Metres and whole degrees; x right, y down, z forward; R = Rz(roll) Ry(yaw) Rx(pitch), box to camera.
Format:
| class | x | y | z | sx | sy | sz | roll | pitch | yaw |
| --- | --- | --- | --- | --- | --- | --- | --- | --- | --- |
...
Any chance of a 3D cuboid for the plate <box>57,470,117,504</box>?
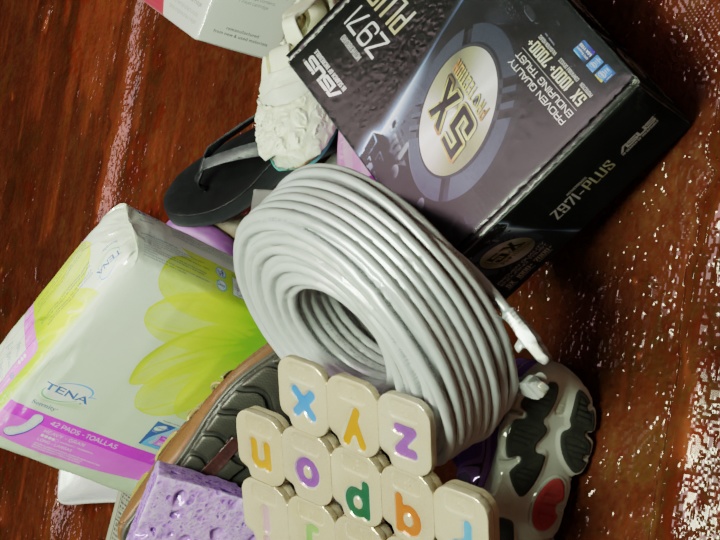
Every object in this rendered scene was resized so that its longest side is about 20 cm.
| class | x | y | z | sx | sy | sz | roll | pitch | yaw |
| --- | --- | --- | --- | --- | --- | --- | --- | --- | --- |
| plate | -0.197 | 0.105 | 1.600 | 0.200 | 0.032 | 0.200 | -10 | 72 | 53 |

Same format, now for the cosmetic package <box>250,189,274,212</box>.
| class | x | y | z | sx | sy | sz | roll | pitch | yaw |
| --- | --- | --- | --- | --- | --- | --- | --- | --- | --- |
| cosmetic package | 0.000 | 0.000 | 1.304 | 0.200 | 0.090 | 0.107 | 5 | 88 | 53 |

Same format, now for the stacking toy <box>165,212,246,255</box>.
| class | x | y | z | sx | sy | sz | roll | pitch | yaw |
| --- | --- | --- | --- | --- | --- | --- | --- | --- | --- |
| stacking toy | -0.154 | 0.041 | 1.419 | 0.085 | 0.085 | 0.200 | -2 | 50 | 55 |

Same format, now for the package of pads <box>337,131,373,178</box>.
| class | x | y | z | sx | sy | sz | roll | pitch | yaw |
| --- | --- | --- | --- | --- | --- | --- | --- | --- | --- |
| package of pads | 0.044 | -0.154 | 1.294 | 0.120 | 0.076 | 0.200 | -16 | 68 | 51 |

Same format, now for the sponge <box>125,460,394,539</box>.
| class | x | y | z | sx | sy | sz | roll | pitch | yaw |
| --- | --- | --- | --- | --- | --- | --- | --- | --- | --- |
| sponge | -0.061 | 0.207 | 1.231 | 0.030 | 0.200 | 0.112 | -124 | 54 | -71 |

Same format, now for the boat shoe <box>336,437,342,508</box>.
| class | x | y | z | sx | sy | sz | roll | pitch | yaw |
| --- | --- | --- | --- | --- | --- | --- | --- | --- | --- |
| boat shoe | -0.028 | 0.205 | 1.311 | 0.057 | 0.069 | 0.200 | -71 | 3 | -66 |

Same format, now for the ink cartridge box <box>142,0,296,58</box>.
| class | x | y | z | sx | sy | sz | roll | pitch | yaw |
| --- | --- | --- | --- | --- | --- | --- | --- | --- | --- |
| ink cartridge box | -0.100 | -0.296 | 1.535 | 0.145 | 0.083 | 0.200 | 40 | 113 | 52 |

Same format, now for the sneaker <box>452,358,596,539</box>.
| class | x | y | z | sx | sy | sz | roll | pitch | yaw |
| --- | --- | --- | --- | --- | --- | --- | --- | --- | --- |
| sneaker | 0.086 | 0.150 | 1.164 | 0.200 | 0.081 | 0.083 | -66 | 22 | 1 |

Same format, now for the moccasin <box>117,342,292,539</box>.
| class | x | y | z | sx | sy | sz | roll | pitch | yaw |
| --- | --- | --- | --- | --- | --- | --- | --- | --- | --- |
| moccasin | -0.087 | 0.114 | 1.252 | 0.201 | 0.074 | 0.078 | -53 | 17 | 13 |

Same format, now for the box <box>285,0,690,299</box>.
| class | x | y | z | sx | sy | sz | roll | pitch | yaw |
| --- | --- | --- | --- | --- | --- | --- | --- | --- | --- |
| box | 0.076 | -0.113 | 1.152 | 0.164 | 0.086 | 0.200 | -44 | 59 | 15 |

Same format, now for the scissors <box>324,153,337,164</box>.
| class | x | y | z | sx | sy | sz | roll | pitch | yaw |
| --- | --- | --- | --- | --- | --- | --- | --- | --- | --- |
| scissors | -0.043 | -0.063 | 1.446 | 0.200 | 0.014 | 0.073 | -62 | 37 | 24 |

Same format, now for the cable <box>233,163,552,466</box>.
| class | x | y | z | sx | sy | sz | roll | pitch | yaw |
| --- | --- | --- | --- | --- | --- | --- | --- | --- | --- |
| cable | 0.007 | 0.030 | 1.117 | 0.200 | 0.069 | 0.200 | 49 | 155 | 1 |

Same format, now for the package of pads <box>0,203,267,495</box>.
| class | x | y | z | sx | sy | sz | roll | pitch | yaw |
| --- | --- | --- | --- | --- | --- | --- | --- | --- | --- |
| package of pads | -0.162 | 0.059 | 1.284 | 0.200 | 0.154 | 0.068 | -47 | 38 | 22 |

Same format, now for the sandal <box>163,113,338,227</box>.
| class | x | y | z | sx | sy | sz | roll | pitch | yaw |
| --- | --- | --- | --- | --- | --- | --- | --- | --- | --- |
| sandal | -0.067 | -0.100 | 1.391 | 0.200 | 0.043 | 0.076 | -29 | 37 | 14 |

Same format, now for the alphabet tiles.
| class | x | y | z | sx | sy | sz | roll | pitch | yaw |
| --- | --- | --- | --- | --- | --- | --- | --- | --- | --- |
| alphabet tiles | 0.003 | 0.150 | 1.120 | 0.200 | 0.015 | 0.196 | 16 | 121 | 37 |

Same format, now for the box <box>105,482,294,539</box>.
| class | x | y | z | sx | sy | sz | roll | pitch | yaw |
| --- | --- | --- | --- | --- | --- | --- | --- | --- | --- |
| box | -0.122 | 0.227 | 1.387 | 0.128 | 0.109 | 0.200 | 22 | 97 | 56 |

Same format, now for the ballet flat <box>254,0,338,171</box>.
| class | x | y | z | sx | sy | sz | roll | pitch | yaw |
| --- | --- | --- | --- | --- | --- | --- | --- | --- | --- |
| ballet flat | -0.046 | -0.151 | 1.360 | 0.072 | 0.072 | 0.200 | -49 | 17 | 36 |
